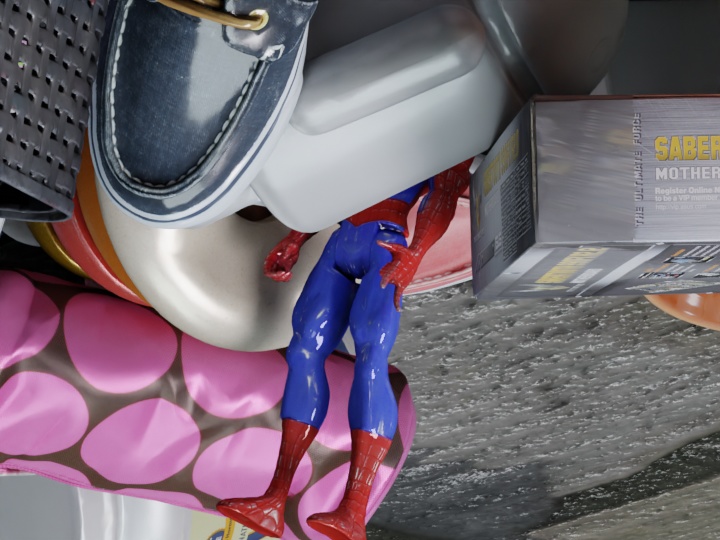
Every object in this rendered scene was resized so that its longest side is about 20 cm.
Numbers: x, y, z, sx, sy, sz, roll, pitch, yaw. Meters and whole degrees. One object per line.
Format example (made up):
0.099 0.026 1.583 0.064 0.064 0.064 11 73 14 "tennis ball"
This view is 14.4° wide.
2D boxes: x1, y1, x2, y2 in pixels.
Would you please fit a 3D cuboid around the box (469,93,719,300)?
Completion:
0.124 -0.023 0.971 0.157 0.049 0.200 -1 174 -3 "box"

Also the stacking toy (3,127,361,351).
-0.094 -0.040 1.158 0.146 0.147 0.199 14 169 -39 "stacking toy"

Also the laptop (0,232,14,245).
-0.246 0.017 1.246 0.177 0.200 0.103 -21 117 33 "laptop"

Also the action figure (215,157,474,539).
0.000 0.000 1.062 0.065 0.201 0.052 3 159 37 "action figure"

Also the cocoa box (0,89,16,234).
-0.241 -0.030 1.010 0.199 0.132 0.133 9 167 30 "cocoa box"

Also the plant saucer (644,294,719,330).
0.205 -0.027 1.145 0.199 0.033 0.201 -4 156 -2 "plant saucer"

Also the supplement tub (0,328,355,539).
-0.100 0.083 1.313 0.145 0.146 0.199 -26 173 41 "supplement tub"

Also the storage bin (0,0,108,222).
-0.165 -0.083 0.804 0.134 0.094 0.200 6 172 18 "storage bin"

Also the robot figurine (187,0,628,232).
0.010 -0.088 1.003 0.199 0.170 0.113 -26 110 8 "robot figurine"

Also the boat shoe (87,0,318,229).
-0.045 -0.103 0.882 0.071 0.201 0.091 22 -167 7 "boat shoe"

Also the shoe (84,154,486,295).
-0.024 -0.001 1.243 0.199 0.091 0.072 -4 120 4 "shoe"

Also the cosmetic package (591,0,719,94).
0.190 -0.061 1.190 0.199 0.072 0.102 -2 156 -8 "cosmetic package"

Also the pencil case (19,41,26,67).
-0.103 -0.142 0.921 0.087 0.088 0.200 -2 158 -8 "pencil case"

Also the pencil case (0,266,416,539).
-0.080 0.062 1.177 0.199 0.094 0.091 15 -174 -20 "pencil case"
